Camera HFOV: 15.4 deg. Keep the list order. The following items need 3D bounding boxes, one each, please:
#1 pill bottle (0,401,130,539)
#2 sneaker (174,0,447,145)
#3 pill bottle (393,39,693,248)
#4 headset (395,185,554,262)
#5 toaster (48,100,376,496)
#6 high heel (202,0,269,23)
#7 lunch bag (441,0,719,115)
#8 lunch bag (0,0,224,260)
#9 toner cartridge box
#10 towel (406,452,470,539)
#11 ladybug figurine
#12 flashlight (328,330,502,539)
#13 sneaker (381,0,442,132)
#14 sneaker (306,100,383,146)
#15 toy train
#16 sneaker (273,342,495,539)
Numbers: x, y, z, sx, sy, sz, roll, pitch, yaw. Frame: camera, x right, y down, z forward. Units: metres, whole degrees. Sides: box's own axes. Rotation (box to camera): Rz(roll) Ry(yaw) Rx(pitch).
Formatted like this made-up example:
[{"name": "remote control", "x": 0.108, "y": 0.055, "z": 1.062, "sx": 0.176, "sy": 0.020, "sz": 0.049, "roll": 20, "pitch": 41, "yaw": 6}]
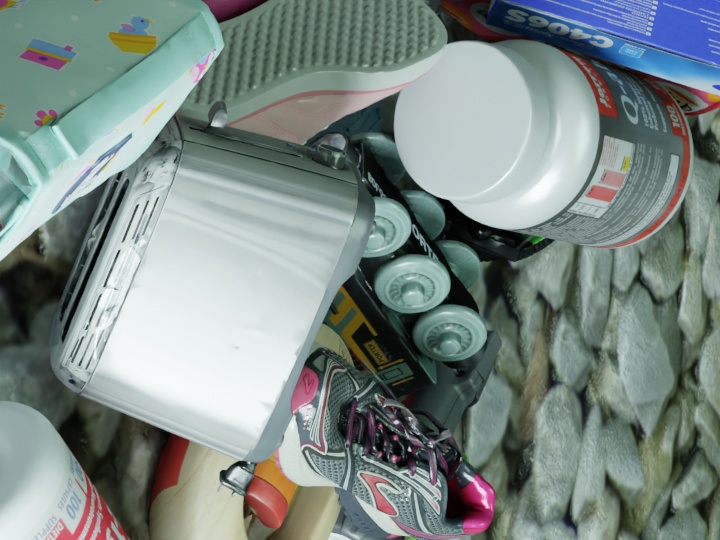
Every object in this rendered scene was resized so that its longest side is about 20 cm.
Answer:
[{"name": "pill bottle", "x": -0.164, "y": 0.171, "z": 1.373, "sx": 0.112, "sy": 0.112, "sz": 0.200, "roll": -61, "pitch": 138, "yaw": -35}, {"name": "sneaker", "x": -0.048, "y": -0.100, "z": 1.533, "sx": 0.200, "sy": 0.105, "sz": 0.075, "roll": -20, "pitch": 64, "yaw": -33}, {"name": "pill bottle", "x": 0.112, "y": -0.078, "z": 1.631, "sx": 0.200, "sy": 0.116, "sz": 0.116, "roll": 9, "pitch": 84, "yaw": -57}, {"name": "headset", "x": 0.087, "y": -0.056, "z": 1.749, "sx": 0.200, "sy": 0.094, "sz": 0.124, "roll": -17, "pitch": 119, "yaw": -38}, {"name": "toaster", "x": -0.085, "y": 0.011, "z": 1.433, "sx": 0.114, "sy": 0.129, "sz": 0.200, "roll": -111, "pitch": -137, "yaw": -70}, {"name": "high heel", "x": -0.112, "y": -0.139, "z": 1.504, "sx": 0.096, "sy": 0.067, "sz": 0.200, "roll": -63, "pitch": 157, "yaw": 5}, {"name": "lunch bag", "x": 0.155, "y": -0.173, "z": 1.735, "sx": 0.200, "sy": 0.176, "sz": 0.082, "roll": 29, "pitch": 79, "yaw": -16}, {"name": "lunch bag", "x": -0.181, "y": -0.073, "z": 1.262, "sx": 0.170, "sy": 0.200, "sz": 0.122, "roll": -42, "pitch": 125, "yaw": -49}, {"name": "toner cartridge box", "x": 0.184, "y": -0.170, "z": 1.628, "sx": 0.043, "sy": 0.200, "sz": 0.095, "roll": 124, "pitch": -18, "yaw": -71}, {"name": "towel", "x": 0.033, "y": 0.227, "z": 1.693, "sx": 0.200, "sy": 0.031, "sz": 0.149, "roll": 87, "pitch": 24, "yaw": -45}, {"name": "ladybug figurine", "x": -0.065, "y": 0.113, "z": 1.557, "sx": 0.200, "sy": 0.072, "sz": 0.136, "roll": -62, "pitch": 138, "yaw": -35}, {"name": "flashlight", "x": 0.023, "y": 0.114, "z": 1.703, "sx": 0.068, "sy": 0.068, "sz": 0.200, "roll": 110, "pitch": 6, "yaw": -47}, {"name": "sneaker", "x": 0.036, "y": -0.167, "z": 1.665, "sx": 0.074, "sy": 0.115, "sz": 0.200, "roll": -61, "pitch": 140, "yaw": -38}, {"name": "sneaker", "x": -0.010, "y": -0.124, "z": 1.625, "sx": 0.074, "sy": 0.082, "sz": 0.200, "roll": -52, "pitch": 132, "yaw": -41}, {"name": "toy train", "x": 0.000, "y": 0.000, "z": 1.616, "sx": 0.200, "sy": 0.114, "sz": 0.085, "roll": 53, "pitch": 22, "yaw": -40}, {"name": "sneaker", "x": 0.013, "y": 0.099, "z": 1.539, "sx": 0.200, "sy": 0.075, "sz": 0.081, "roll": 41, "pitch": 58, "yaw": -54}]
